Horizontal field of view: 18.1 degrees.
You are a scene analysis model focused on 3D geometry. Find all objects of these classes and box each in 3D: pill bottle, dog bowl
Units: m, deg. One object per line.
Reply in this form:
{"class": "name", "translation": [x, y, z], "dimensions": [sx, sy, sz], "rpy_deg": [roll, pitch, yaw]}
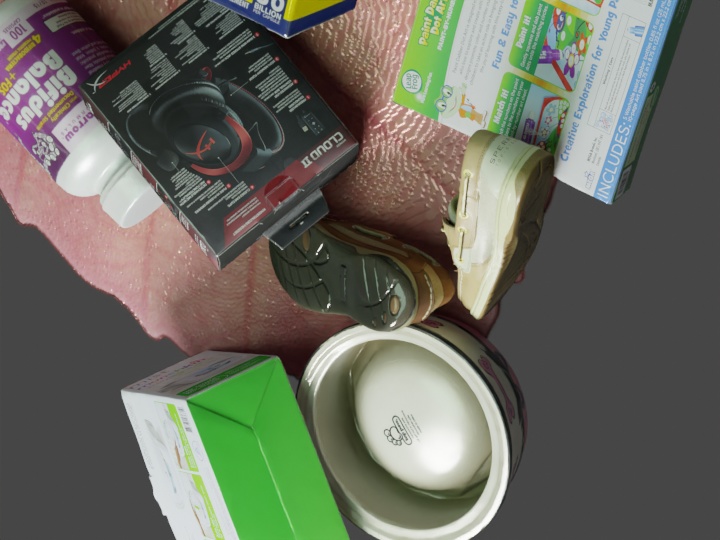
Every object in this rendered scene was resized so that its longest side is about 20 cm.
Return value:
{"class": "pill bottle", "translation": [-0.237, -0.135, 1.907], "dimensions": [0.200, 0.112, 0.112], "rpy_deg": [46, 124, 8]}
{"class": "dog bowl", "translation": [0.049, 0.124, 1.857], "dimensions": [0.199, 0.074, 0.201], "rpy_deg": [12, 114, 27]}

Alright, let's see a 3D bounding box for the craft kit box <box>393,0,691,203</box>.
{"class": "craft kit box", "translation": [0.138, -0.180, 1.699], "dimensions": [0.197, 0.048, 0.201], "rpy_deg": [26, 119, 18]}

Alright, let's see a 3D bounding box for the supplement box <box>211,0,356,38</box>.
{"class": "supplement box", "translation": [-0.050, -0.295, 1.692], "dimensions": [0.108, 0.109, 0.201], "rpy_deg": [26, 119, 20]}

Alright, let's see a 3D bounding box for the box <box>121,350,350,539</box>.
{"class": "box", "translation": [-0.106, 0.178, 1.911], "dimensions": [0.176, 0.096, 0.201], "rpy_deg": [-2, 110, 67]}

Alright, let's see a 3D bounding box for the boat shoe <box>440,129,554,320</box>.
{"class": "boat shoe", "translation": [0.099, -0.039, 1.740], "dimensions": [0.066, 0.074, 0.200], "rpy_deg": [33, 145, 15]}

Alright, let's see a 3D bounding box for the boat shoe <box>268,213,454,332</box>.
{"class": "boat shoe", "translation": [0.000, 0.000, 1.830], "dimensions": [0.200, 0.074, 0.076], "rpy_deg": [29, 121, 49]}

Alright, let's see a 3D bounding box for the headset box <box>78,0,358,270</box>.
{"class": "headset box", "translation": [-0.107, -0.109, 1.814], "dimensions": [0.148, 0.075, 0.200], "rpy_deg": [-39, 84, -7]}
